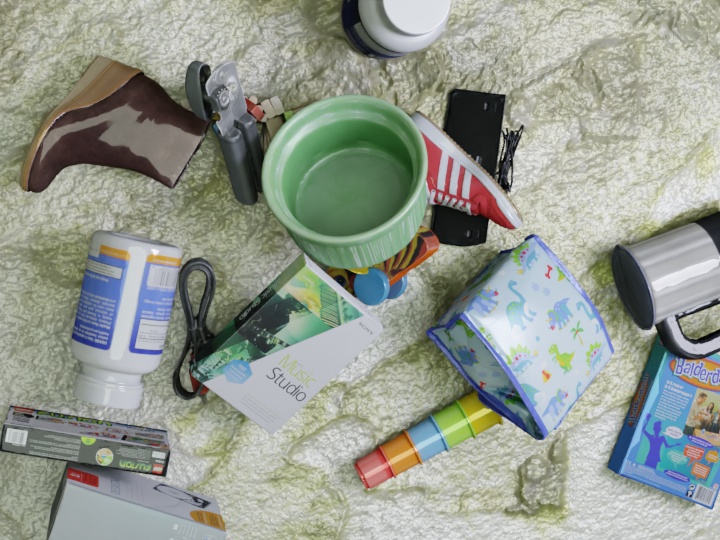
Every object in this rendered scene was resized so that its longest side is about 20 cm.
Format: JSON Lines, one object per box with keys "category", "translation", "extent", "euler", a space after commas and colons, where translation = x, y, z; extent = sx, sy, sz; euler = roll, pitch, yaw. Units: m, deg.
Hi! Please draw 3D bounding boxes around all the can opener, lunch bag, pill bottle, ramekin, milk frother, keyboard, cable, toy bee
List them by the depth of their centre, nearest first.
{"category": "ramekin", "translation": [-0.013, -0.100, 1.551], "extent": [0.198, 0.098, 0.202], "euler": [-4, 63, 8]}
{"category": "pill bottle", "translation": [0.045, -0.316, 1.554], "extent": [0.110, 0.200, 0.112], "euler": [-1, 95, -11]}
{"category": "can opener", "translation": [-0.161, -0.170, 1.563], "extent": [0.053, 0.066, 0.201], "euler": [-50, 147, -32]}
{"category": "pill bottle", "translation": [-0.288, 0.060, 1.566], "extent": [0.111, 0.112, 0.202], "euler": [12, 93, -12]}
{"category": "cable", "translation": [-0.200, 0.081, 1.607], "extent": [0.096, 0.050, 0.202], "euler": [-14, 107, 3]}
{"category": "toy bee", "translation": [0.000, 0.000, 1.622], "extent": [0.200, 0.131, 0.109], "euler": [-44, 77, 6]}
{"category": "lunch bag", "translation": [0.213, 0.088, 1.644], "extent": [0.200, 0.127, 0.170], "euler": [47, 65, -4]}
{"category": "milk frother", "translation": [0.451, 0.003, 1.654], "extent": [0.186, 0.200, 0.182], "euler": [-20, 69, -9]}
{"category": "keyboard", "translation": [0.153, -0.130, 1.686], "extent": [0.103, 0.040, 0.202], "euler": [9, 94, 12]}

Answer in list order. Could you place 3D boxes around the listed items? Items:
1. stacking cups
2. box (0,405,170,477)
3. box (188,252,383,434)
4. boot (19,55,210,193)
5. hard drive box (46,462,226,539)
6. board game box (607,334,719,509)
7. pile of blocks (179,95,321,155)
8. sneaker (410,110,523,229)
{"category": "stacking cups", "translation": [0.088, 0.224, 1.687], "extent": [0.199, 0.061, 0.061], "euler": [-31, 100, -4]}
{"category": "box", "translation": [-0.332, 0.206, 1.571], "extent": [0.198, 0.110, 0.035], "euler": [11, 93, -11]}
{"category": "box", "translation": [-0.090, 0.092, 1.576], "extent": [0.200, 0.036, 0.144], "euler": [-44, 120, 10]}
{"category": "boot", "translation": [-0.295, -0.144, 1.556], "extent": [0.166, 0.072, 0.201], "euler": [33, 80, 1]}
{"category": "hard drive box", "translation": [-0.272, 0.303, 1.568], "extent": [0.198, 0.156, 0.078], "euler": [19, 91, -13]}
{"category": "board game box", "translation": [0.442, 0.203, 1.759], "extent": [0.151, 0.045, 0.202], "euler": [22, 91, -12]}
{"category": "pile of blocks", "translation": [-0.125, -0.182, 1.603], "extent": [0.198, 0.062, 0.083], "euler": [6, 94, -11]}
{"category": "sneaker", "translation": [0.104, -0.096, 1.633], "extent": [0.112, 0.071, 0.200], "euler": [-45, 75, -3]}
